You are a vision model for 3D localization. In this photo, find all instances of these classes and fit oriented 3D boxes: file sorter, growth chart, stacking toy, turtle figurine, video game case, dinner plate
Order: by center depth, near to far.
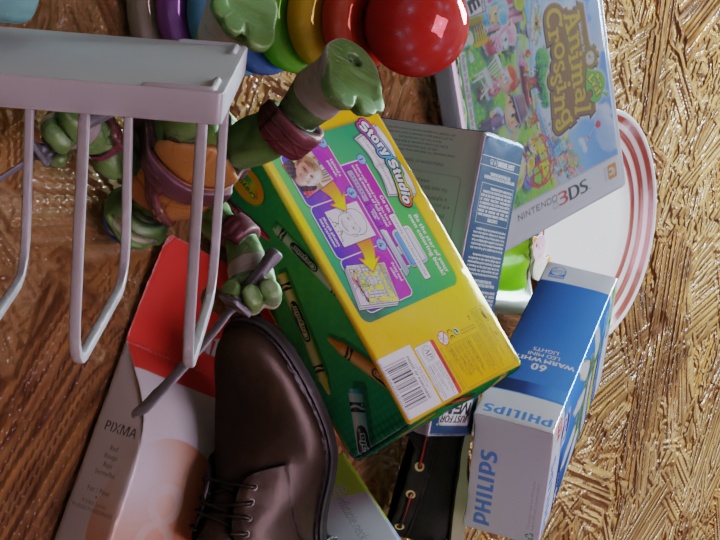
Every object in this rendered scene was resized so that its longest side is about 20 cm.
[{"bbox_3d":[-0.156,-0.036,0.675,0.139,0.199,0.125,-91,-175,-74],"label":"file sorter"},{"bbox_3d":[-0.088,-0.040,0.793,0.144,0.194,0.200,50,36,6],"label":"turtle figurine"},{"bbox_3d":[-0.031,-0.139,0.840,0.085,0.199,0.086,-17,113,-49],"label":"stacking toy"},{"bbox_3d":[0.127,-0.129,1.159,0.182,0.022,0.201,-28,115,-39],"label":"video game case"},{"bbox_3d":[0.103,-0.060,1.174,0.144,0.018,0.201,-8,102,-44],"label":"growth chart"},{"bbox_3d":[0.194,-0.036,1.311,0.200,0.024,0.201,-20,116,-49],"label":"dinner plate"}]

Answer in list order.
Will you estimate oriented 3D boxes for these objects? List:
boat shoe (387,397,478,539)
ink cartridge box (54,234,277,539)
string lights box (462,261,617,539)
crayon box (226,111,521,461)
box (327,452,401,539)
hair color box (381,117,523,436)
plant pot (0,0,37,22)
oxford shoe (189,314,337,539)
[{"bbox_3d":[0.053,0.102,1.112,0.074,0.063,0.202,-79,175,-72],"label":"boat shoe"},{"bbox_3d":[-0.088,0.100,0.955,0.162,0.050,0.201,30,78,-52],"label":"ink cartridge box"},{"bbox_3d":[0.131,0.092,1.131,0.200,0.059,0.103,-57,156,-52],"label":"string lights box"},{"bbox_3d":[0.000,0.000,0.950,0.119,0.058,0.201,-21,79,-48],"label":"crayon box"},{"bbox_3d":[0.007,0.216,0.996,0.047,0.200,0.123,-12,113,-14],"label":"box"},{"bbox_3d":[0.038,0.003,1.052,0.060,0.100,0.201,10,91,-56],"label":"hair color box"},{"bbox_3d":[-0.172,-0.211,0.644,0.200,0.200,0.189,5,109,-53],"label":"plant pot"},{"bbox_3d":[-0.060,0.126,0.909,0.084,0.072,0.201,-25,113,-50],"label":"oxford shoe"}]
